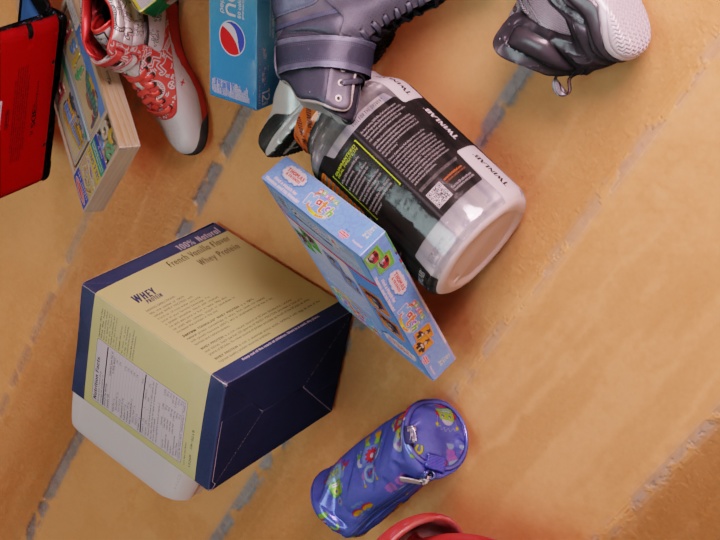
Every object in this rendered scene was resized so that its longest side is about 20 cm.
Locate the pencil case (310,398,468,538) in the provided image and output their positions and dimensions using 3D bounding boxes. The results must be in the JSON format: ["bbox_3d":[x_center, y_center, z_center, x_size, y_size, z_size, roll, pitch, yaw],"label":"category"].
[{"bbox_3d":[0.027,0.202,1.537,0.077,0.088,0.200,26,139,-21],"label":"pencil case"}]

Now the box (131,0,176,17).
[{"bbox_3d":[-0.216,-0.361,1.487,0.117,0.048,0.201,-34,86,12],"label":"box"}]

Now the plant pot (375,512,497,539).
[{"bbox_3d":[0.092,0.346,1.472,0.182,0.199,0.203,24,124,40],"label":"plant pot"}]

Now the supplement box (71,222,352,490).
[{"bbox_3d":[-0.151,0.080,1.556,0.199,0.199,0.135,31,126,26],"label":"supplement box"}]

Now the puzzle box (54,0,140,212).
[{"bbox_3d":[-0.289,-0.181,1.624,0.133,0.025,0.202,-49,55,52],"label":"puzzle box"}]

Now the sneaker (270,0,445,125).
[{"bbox_3d":[0.022,-0.197,1.298,0.200,0.077,0.148,-2,84,7],"label":"sneaker"}]

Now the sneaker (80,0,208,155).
[{"bbox_3d":[-0.223,-0.203,1.556,0.067,0.108,0.204,3,111,40],"label":"sneaker"}]

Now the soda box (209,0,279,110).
[{"bbox_3d":[-0.099,-0.260,1.449,0.064,0.068,0.202,22,122,32],"label":"soda box"}]

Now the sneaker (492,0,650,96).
[{"bbox_3d":[0.140,-0.237,1.243,0.113,0.075,0.201,-33,89,42],"label":"sneaker"}]

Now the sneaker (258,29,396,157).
[{"bbox_3d":[-0.042,-0.188,1.437,0.080,0.073,0.200,50,125,17],"label":"sneaker"}]

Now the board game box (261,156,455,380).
[{"bbox_3d":[0.000,0.000,1.408,0.151,0.037,0.201,39,165,40],"label":"board game box"}]

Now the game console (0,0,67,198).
[{"bbox_3d":[-0.388,-0.198,1.655,0.118,0.172,0.202,28,124,23],"label":"game console"}]

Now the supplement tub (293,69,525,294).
[{"bbox_3d":[0.040,-0.086,1.368,0.200,0.122,0.123,45,132,16],"label":"supplement tub"}]

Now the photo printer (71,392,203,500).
[{"bbox_3d":[-0.241,0.158,1.761,0.199,0.069,0.168,32,127,27],"label":"photo printer"}]
